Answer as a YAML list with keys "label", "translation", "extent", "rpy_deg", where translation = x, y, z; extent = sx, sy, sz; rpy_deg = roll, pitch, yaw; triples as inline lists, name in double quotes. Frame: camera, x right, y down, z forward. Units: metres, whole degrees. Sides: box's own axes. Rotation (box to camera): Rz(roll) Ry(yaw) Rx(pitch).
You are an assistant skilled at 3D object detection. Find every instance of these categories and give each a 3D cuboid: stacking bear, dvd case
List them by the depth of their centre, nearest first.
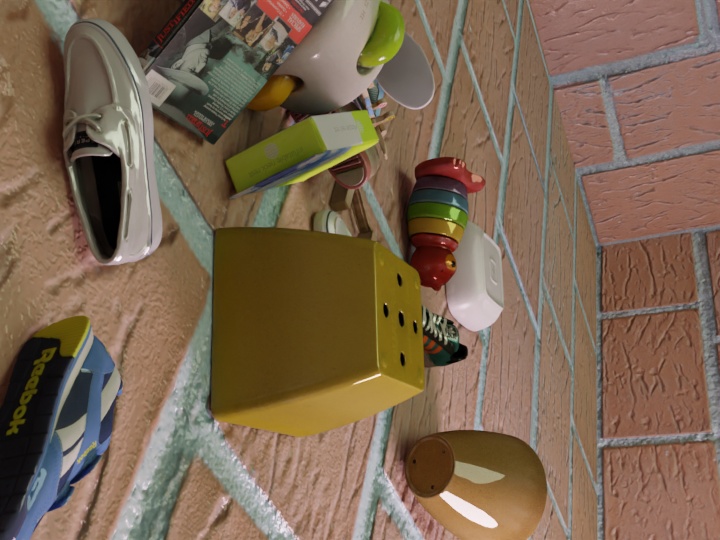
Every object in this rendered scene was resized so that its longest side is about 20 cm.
- label: "dvd case"
  translation: [-0.123, -0.226, 0.864]
  extent: [0.022, 0.201, 0.146]
  rpy_deg: [44, 8, 27]
- label: "stacking bear"
  translation: [0.130, -0.071, 1.494]
  extent: [0.121, 0.112, 0.204]
  rpy_deg: [27, 68, -52]

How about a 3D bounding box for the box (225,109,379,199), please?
- label: "box"
  translation: [-0.067, -0.135, 1.022]
  extent: [0.048, 0.120, 0.200]
  rpy_deg: [65, 23, -2]

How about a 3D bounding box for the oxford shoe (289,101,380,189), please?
- label: "oxford shoe"
  translation: [-0.039, -0.205, 1.152]
  extent: [0.203, 0.070, 0.075]
  rpy_deg: [64, 34, -10]

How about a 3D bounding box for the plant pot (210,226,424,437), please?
- label: "plant pot"
  translation: [-0.033, 0.064, 0.964]
  extent: [0.200, 0.173, 0.204]
  rpy_deg: [32, 53, -62]

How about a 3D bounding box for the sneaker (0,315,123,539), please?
- label: "sneaker"
  translation: [-0.220, 0.129, 0.628]
  extent: [0.202, 0.073, 0.083]
  rpy_deg: [-75, 150, -42]

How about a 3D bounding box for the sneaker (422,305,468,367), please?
- label: "sneaker"
  translation: [0.114, 0.094, 1.428]
  extent: [0.200, 0.078, 0.073]
  rpy_deg: [49, 39, -52]

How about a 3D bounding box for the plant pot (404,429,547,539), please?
- label: "plant pot"
  translation: [0.161, 0.322, 1.369]
  extent: [0.199, 0.184, 0.190]
  rpy_deg: [31, 53, -45]

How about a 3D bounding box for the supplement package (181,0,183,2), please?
- label: "supplement package"
  translation: [-0.119, -0.391, 0.887]
  extent: [0.151, 0.196, 0.154]
  rpy_deg: [49, 39, -52]

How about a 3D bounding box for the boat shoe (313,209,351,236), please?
- label: "boat shoe"
  translation: [0.000, 0.000, 1.206]
  extent: [0.074, 0.066, 0.202]
  rpy_deg: [-71, 145, -48]

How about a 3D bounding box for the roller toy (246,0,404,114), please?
- label: "roller toy"
  translation: [-0.067, -0.284, 1.004]
  extent: [0.140, 0.198, 0.185]
  rpy_deg: [36, 26, -60]

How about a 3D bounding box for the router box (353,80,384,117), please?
- label: "router box"
  translation: [-0.030, -0.302, 1.246]
  extent: [0.201, 0.061, 0.152]
  rpy_deg: [58, 31, -43]

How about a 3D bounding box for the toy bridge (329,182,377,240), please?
- label: "toy bridge"
  translation: [-0.022, -0.111, 1.243]
  extent: [0.068, 0.027, 0.201]
  rpy_deg: [-77, 148, -43]

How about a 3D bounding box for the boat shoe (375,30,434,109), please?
- label: "boat shoe"
  translation: [0.022, -0.284, 1.130]
  extent: [0.200, 0.070, 0.066]
  rpy_deg: [46, 7, 5]

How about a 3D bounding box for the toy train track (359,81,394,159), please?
- label: "toy train track"
  translation: [0.020, -0.215, 1.137]
  extent: [0.200, 0.032, 0.117]
  rpy_deg: [53, 15, -78]

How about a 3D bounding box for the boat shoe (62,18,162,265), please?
- label: "boat shoe"
  translation: [-0.210, -0.105, 0.732]
  extent: [0.065, 0.072, 0.204]
  rpy_deg: [-35, 113, -70]

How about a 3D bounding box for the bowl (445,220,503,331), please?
- label: "bowl"
  translation: [0.228, 0.007, 1.746]
  extent: [0.199, 0.073, 0.204]
  rpy_deg: [34, 53, -60]
